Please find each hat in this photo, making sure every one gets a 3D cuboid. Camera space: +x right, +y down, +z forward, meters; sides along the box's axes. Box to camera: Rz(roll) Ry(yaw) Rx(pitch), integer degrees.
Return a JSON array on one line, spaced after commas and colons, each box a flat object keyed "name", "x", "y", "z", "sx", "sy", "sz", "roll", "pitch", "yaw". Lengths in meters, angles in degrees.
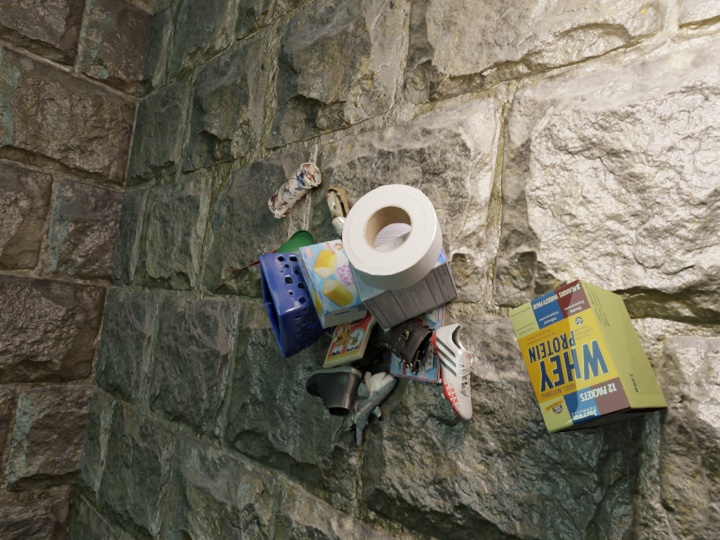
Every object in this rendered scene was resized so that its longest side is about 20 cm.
[{"name": "hat", "x": -0.253, "y": -0.040, "z": 1.561, "sx": 0.165, "sy": 0.173, "sz": 0.204, "roll": 40, "pitch": 109, "yaw": 42}]

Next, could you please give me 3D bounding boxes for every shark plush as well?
[{"name": "shark plush", "x": 0.020, "y": 0.342, "z": 1.278, "sx": 0.081, "sy": 0.091, "sz": 0.205, "roll": 20, "pitch": 89, "yaw": 7}]

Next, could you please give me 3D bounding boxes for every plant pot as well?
[{"name": "plant pot", "x": -0.155, "y": 0.074, "z": 1.376, "sx": 0.203, "sy": 0.175, "sz": 0.202, "roll": 96, "pitch": 152, "yaw": -49}]

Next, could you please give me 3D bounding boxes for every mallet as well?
[{"name": "mallet", "x": -0.025, "y": 0.248, "z": 1.368, "sx": 0.198, "sy": 0.041, "sz": 0.067, "roll": -33, "pitch": 64, "yaw": 32}]

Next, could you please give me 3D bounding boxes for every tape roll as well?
[{"name": "tape roll", "x": 0.063, "y": -0.067, "z": 1.047, "sx": 0.196, "sy": 0.071, "sz": 0.208, "roll": -8, "pitch": 63, "yaw": 16}]

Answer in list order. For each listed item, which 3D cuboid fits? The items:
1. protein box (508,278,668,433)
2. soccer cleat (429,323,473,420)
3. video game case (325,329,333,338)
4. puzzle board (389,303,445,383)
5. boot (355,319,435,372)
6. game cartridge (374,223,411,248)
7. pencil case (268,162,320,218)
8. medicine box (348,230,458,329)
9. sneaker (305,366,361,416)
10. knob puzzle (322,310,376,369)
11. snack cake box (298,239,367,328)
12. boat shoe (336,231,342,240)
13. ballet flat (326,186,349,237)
[{"name": "protein box", "x": 0.375, "y": 0.147, "z": 0.863, "sx": 0.134, "sy": 0.197, "sz": 0.204, "roll": -31, "pitch": 60, "yaw": 35}, {"name": "soccer cleat", "x": 0.209, "y": 0.212, "z": 1.115, "sx": 0.084, "sy": 0.068, "sz": 0.205, "roll": -31, "pitch": 59, "yaw": 32}, {"name": "video game case", "x": -0.049, "y": 0.098, "z": 1.433, "sx": 0.198, "sy": 0.023, "sz": 0.187, "roll": 27, "pitch": 100, "yaw": 45}, {"name": "puzzle board", "x": 0.133, "y": 0.153, "z": 1.239, "sx": 0.148, "sy": 0.017, "sz": 0.207, "roll": -2, "pitch": 80, "yaw": 46}, {"name": "boot", "x": 0.076, "y": 0.181, "z": 1.229, "sx": 0.174, "sy": 0.068, "sz": 0.204, "roll": 41, "pitch": 109, "yaw": 45}, {"name": "game cartridge", "x": 0.075, "y": -0.086, "z": 1.265, "sx": 0.193, "sy": 0.038, "sz": 0.134, "roll": -2, "pitch": 81, "yaw": 6}, {"name": "pencil case", "x": -0.208, "y": -0.246, "z": 1.632, "sx": 0.199, "sy": 0.077, "sz": 0.091, "roll": -38, "pitch": 37, "yaw": 33}, {"name": "medicine box", "x": 0.098, "y": 0.019, "z": 1.140, "sx": 0.196, "sy": 0.183, "sz": 0.105, "roll": -25, "pitch": 60, "yaw": 7}, {"name": "sneaker", "x": -0.085, "y": 0.309, "z": 1.300, "sx": 0.198, "sy": 0.074, "sz": 0.108, "roll": -27, "pitch": 36, "yaw": 45}, {"name": "knob puzzle", "x": -0.024, "y": 0.135, "z": 1.302, "sx": 0.220, "sy": 0.030, "sz": 0.222, "roll": -47, "pitch": 23, "yaw": 27}, {"name": "snack cake box", "x": -0.068, "y": 0.028, "z": 1.260, "sx": 0.068, "sy": 0.112, "sz": 0.203, "roll": 100, "pitch": 150, "yaw": -50}, {"name": "boat shoe", "x": 0.004, "y": -0.117, "z": 1.373, "sx": 0.072, "sy": 0.072, "sz": 0.202, "roll": 40, "pitch": 101, "yaw": 26}, {"name": "ballet flat", "x": -0.059, "y": -0.150, "z": 1.468, "sx": 0.070, "sy": 0.064, "sz": 0.204, "roll": -37, "pitch": 57, "yaw": 31}]
